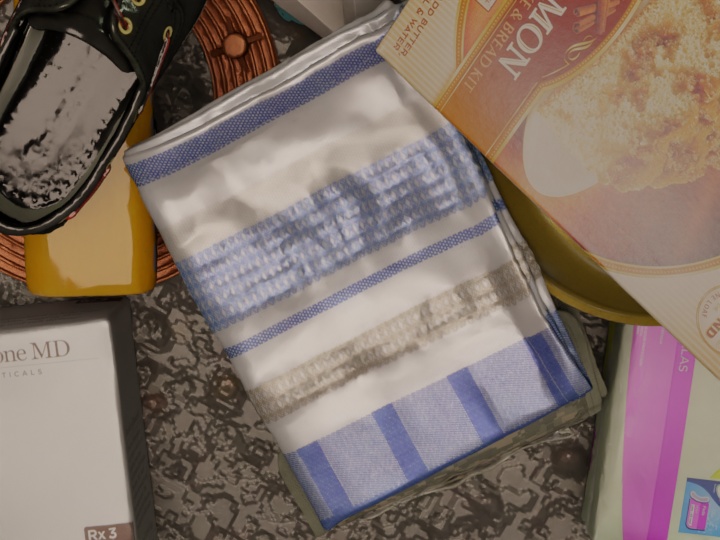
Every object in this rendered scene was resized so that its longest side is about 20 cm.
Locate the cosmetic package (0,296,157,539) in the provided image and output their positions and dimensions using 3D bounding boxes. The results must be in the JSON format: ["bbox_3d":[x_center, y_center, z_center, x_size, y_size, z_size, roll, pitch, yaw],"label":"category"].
[{"bbox_3d":[-0.159,0.121,0.892,0.101,0.074,0.202,-7,100,2],"label":"cosmetic package"}]

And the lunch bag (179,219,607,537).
[{"bbox_3d":[0.016,0.018,0.851,0.163,0.118,0.201,-24,103,-2],"label":"lunch bag"}]

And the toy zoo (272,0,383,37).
[{"bbox_3d":[-0.041,-0.174,0.794,0.020,0.200,0.131,-42,70,-16],"label":"toy zoo"}]

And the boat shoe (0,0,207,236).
[{"bbox_3d":[-0.112,-0.107,0.759,0.073,0.063,0.202,26,98,-10],"label":"boat shoe"}]

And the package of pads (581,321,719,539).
[{"bbox_3d":[0.202,0.047,0.876,0.153,0.068,0.202,7,99,0],"label":"package of pads"}]

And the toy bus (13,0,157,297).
[{"bbox_3d":[-0.131,-0.094,0.831,0.064,0.078,0.202,-1,103,-5],"label":"toy bus"}]

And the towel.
[{"bbox_3d":[0.000,0.000,0.773,0.146,0.024,0.201,-27,100,5],"label":"towel"}]

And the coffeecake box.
[{"bbox_3d":[0.128,-0.080,0.665,0.200,0.073,0.154,45,119,16],"label":"coffeecake box"}]

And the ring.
[{"bbox_3d":[-0.139,-0.086,0.887,0.198,0.019,0.202,0,99,2],"label":"ring"}]

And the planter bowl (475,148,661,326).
[{"bbox_3d":[0.147,-0.073,0.771,0.199,0.083,0.202,0,92,-13],"label":"planter bowl"}]
